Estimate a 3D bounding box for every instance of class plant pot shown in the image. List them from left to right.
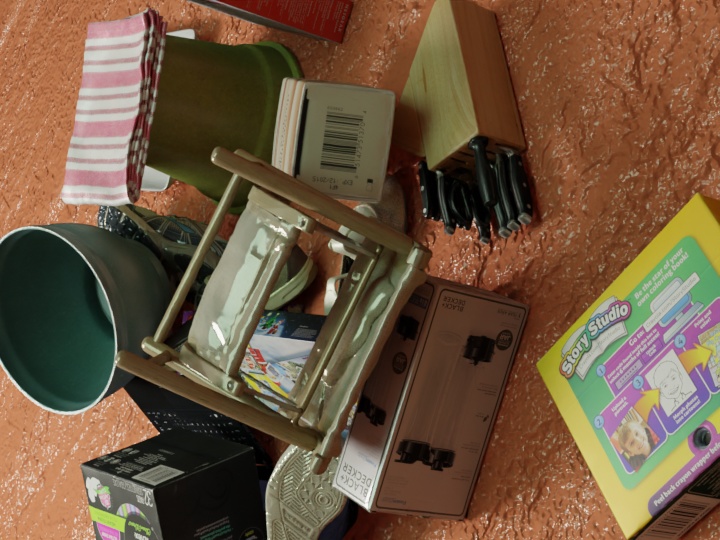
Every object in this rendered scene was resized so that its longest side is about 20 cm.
[{"bbox_3d":[-0.286,0.037,1.526,0.199,0.134,0.202,12,111,34],"label":"plant pot"},{"bbox_3d":[-0.191,-0.177,1.571,0.200,0.183,0.203,-17,68,48],"label":"plant pot"}]

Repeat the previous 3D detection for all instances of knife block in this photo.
[{"bbox_3d":[0.108,-0.132,1.285,0.175,0.064,0.202,30,103,50],"label":"knife block"}]

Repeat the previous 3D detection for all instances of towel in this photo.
[{"bbox_3d":[-0.262,-0.167,1.484,0.146,0.030,0.202,1,81,52],"label":"towel"}]

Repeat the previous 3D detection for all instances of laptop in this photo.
[{"bbox_3d":[-0.185,0.216,1.515,0.176,0.201,0.103,-6,36,49],"label":"laptop"}]

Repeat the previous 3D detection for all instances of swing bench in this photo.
[{"bbox_3d":[-0.067,0.029,1.193,0.200,0.199,0.130,-63,-1,5],"label":"swing bench"}]

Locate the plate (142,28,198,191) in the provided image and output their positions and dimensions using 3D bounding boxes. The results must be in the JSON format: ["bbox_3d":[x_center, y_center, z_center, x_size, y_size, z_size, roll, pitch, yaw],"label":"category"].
[{"bbox_3d":[-0.266,-0.195,1.789,0.199,0.032,0.202,4,82,52],"label":"plate"}]

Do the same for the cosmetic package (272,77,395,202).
[{"bbox_3d":[-0.030,-0.128,1.352,0.200,0.086,0.105,-138,54,-79],"label":"cosmetic package"}]

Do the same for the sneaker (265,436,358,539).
[{"bbox_3d":[-0.041,0.207,1.323,0.111,0.076,0.202,-65,-14,-58],"label":"sneaker"}]

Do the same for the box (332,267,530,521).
[{"bbox_3d":[0.061,0.109,1.235,0.060,0.116,0.202,22,98,51],"label":"box"}]

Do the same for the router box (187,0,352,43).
[{"bbox_3d":[-0.137,-0.304,1.544,0.199,0.178,0.049,24,99,50],"label":"router box"}]

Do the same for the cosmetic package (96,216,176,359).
[{"bbox_3d":[-0.271,0.037,1.675,0.103,0.087,0.202,-9,73,61],"label":"cosmetic package"}]

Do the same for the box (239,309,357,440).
[{"bbox_3d":[-0.044,0.102,1.358,0.199,0.137,0.038,4,42,51],"label":"box"}]

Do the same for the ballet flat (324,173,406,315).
[{"bbox_3d":[0.000,0.000,1.378,0.068,0.067,0.202,-4,76,51],"label":"ballet flat"}]

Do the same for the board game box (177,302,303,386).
[{"bbox_3d":[-0.136,0.100,1.552,0.199,0.032,0.121,-8,70,50],"label":"board game box"}]

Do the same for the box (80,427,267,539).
[{"bbox_3d":[-0.176,0.278,1.421,0.148,0.124,0.202,6,109,51],"label":"box"}]

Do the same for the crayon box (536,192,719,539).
[{"bbox_3d":[0.242,0.075,1.067,0.200,0.058,0.173,-50,45,29],"label":"crayon box"}]

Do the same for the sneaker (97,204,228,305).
[{"bbox_3d":[-0.206,-0.025,1.590,0.199,0.086,0.078,29,127,22],"label":"sneaker"}]

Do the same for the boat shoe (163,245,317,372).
[{"bbox_3d":[-0.140,0.031,1.486,0.200,0.066,0.072,-33,20,10],"label":"boat shoe"}]
